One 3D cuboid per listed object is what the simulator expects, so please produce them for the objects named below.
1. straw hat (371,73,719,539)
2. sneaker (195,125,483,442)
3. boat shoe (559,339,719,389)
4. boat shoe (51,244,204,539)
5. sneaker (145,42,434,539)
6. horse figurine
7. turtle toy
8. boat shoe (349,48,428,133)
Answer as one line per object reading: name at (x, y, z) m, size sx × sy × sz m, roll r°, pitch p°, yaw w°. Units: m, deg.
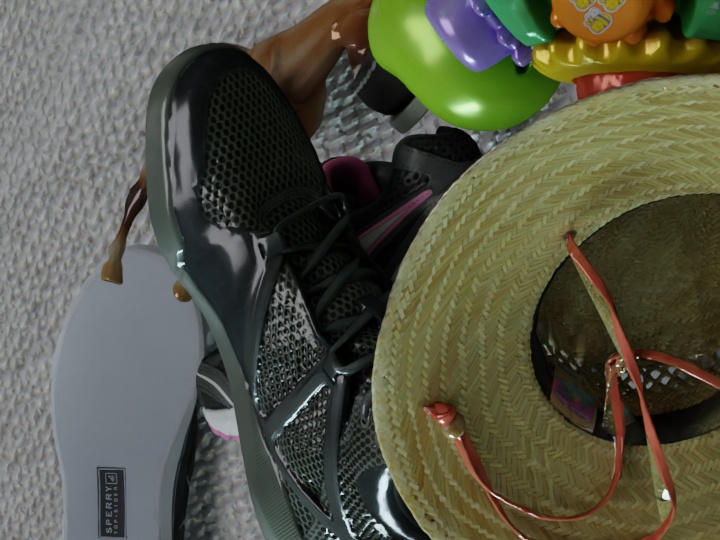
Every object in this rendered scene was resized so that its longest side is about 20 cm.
straw hat at (0.095, 0.005, 0.844) m, size 0.085 × 0.201 × 0.201 m, roll -90°, pitch 11°, yaw -58°
sneaker at (0.000, 0.000, 1.042) m, size 0.200 × 0.080 × 0.086 m, roll -28°, pitch 87°, yaw 45°
boat shoe at (0.076, 0.081, 0.958) m, size 0.074 × 0.065 × 0.202 m, roll 63°, pitch 143°, yaw 26°
boat shoe at (-0.109, 0.080, 1.263) m, size 0.057 × 0.069 × 0.200 m, roll -70°, pitch -13°, yaw -73°
sneaker at (-0.005, 0.012, 0.939) m, size 0.114 × 0.076 × 0.200 m, roll -4°, pitch 106°, yaw 48°
horse figurine at (-0.053, -0.052, 1.122) m, size 0.200 × 0.050 × 0.133 m, roll -8°, pitch 61°, yaw 68°
turtle toy at (0.072, -0.098, 0.832) m, size 0.200 × 0.146 × 0.101 m, roll -5°, pitch 83°, yaw 59°
boat shoe at (0.034, -0.135, 0.950) m, size 0.072 × 0.061 × 0.201 m, roll -74°, pitch 9°, yaw -51°
